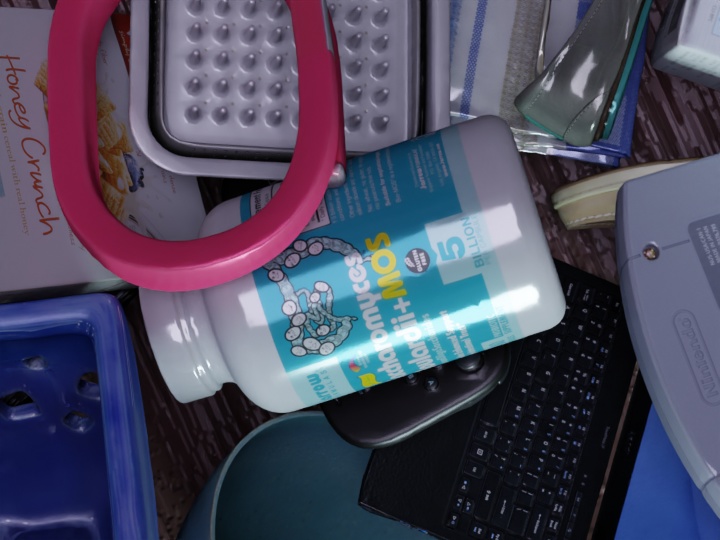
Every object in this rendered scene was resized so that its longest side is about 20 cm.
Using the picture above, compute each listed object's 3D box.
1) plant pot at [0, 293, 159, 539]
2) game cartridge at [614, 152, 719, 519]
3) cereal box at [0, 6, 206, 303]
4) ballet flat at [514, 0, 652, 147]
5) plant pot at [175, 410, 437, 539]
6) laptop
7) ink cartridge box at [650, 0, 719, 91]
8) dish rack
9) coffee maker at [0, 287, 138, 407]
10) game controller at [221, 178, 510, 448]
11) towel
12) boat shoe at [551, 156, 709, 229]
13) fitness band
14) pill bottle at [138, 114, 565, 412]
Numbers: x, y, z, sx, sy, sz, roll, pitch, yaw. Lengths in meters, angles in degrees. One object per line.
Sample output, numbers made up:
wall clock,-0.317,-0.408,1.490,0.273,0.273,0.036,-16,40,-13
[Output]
plant pot,-0.187,0.148,0.908,0.198,0.180,0.201,-9,60,-1
game cartridge,0.207,0.036,0.959,0.132,0.041,0.201,-14,72,-11
cereal box,-0.163,-0.059,0.947,0.039,0.199,0.145,-19,83,37
ballet flat,0.139,-0.163,1.021,0.063,0.067,0.201,23,77,9
plant pot,-0.030,0.195,1.013,0.200,0.200,0.135,49,128,2
laptop,0.126,0.069,0.996,0.199,0.103,0.178,23,66,-7
ink cartridge box,0.256,-0.101,0.988,0.198,0.160,0.048,17,93,3
dish rack,-0.039,-0.142,1.006,0.170,0.044,0.202,2,79,-12
coffee maker,-0.227,-0.018,1.006,0.135,0.192,0.200,-43,90,-13
game controller,0.000,0.000,1.025,0.104,0.042,0.201,-24,60,-7
towel,0.061,-0.141,1.054,0.198,0.024,0.148,10,79,-2
boat shoe,0.205,-0.029,1.039,0.198,0.072,0.066,-3,89,-2
fitness band,-0.080,-0.085,0.920,0.142,0.037,0.202,-9,65,8
pill bottle,-0.006,0.003,0.943,0.199,0.111,0.112,-18,90,6
